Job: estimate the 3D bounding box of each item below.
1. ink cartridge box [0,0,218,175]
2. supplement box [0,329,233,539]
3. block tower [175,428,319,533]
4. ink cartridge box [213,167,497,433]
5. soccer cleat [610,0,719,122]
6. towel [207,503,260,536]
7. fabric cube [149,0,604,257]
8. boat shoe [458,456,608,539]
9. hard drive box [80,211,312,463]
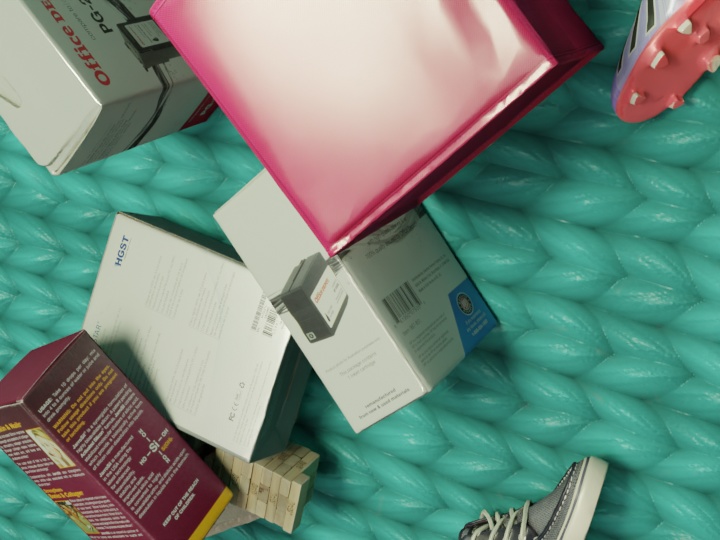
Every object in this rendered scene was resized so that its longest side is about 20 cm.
[{"bbox_3d":[-0.204,-0.177,0.883,0.146,0.200,0.083,51,123,3],"label":"ink cartridge box"},{"bbox_3d":[-0.220,0.158,0.951,0.110,0.086,0.201,-17,118,48],"label":"supplement box"},{"bbox_3d":[-0.130,0.166,1.016,0.198,0.058,0.055,22,117,21],"label":"block tower"},{"bbox_3d":[0.000,0.000,0.867,0.083,0.145,0.201,-33,90,34],"label":"ink cartridge box"},{"bbox_3d":[0.216,-0.194,0.735,0.077,0.066,0.202,61,142,41],"label":"soccer cleat"},{"bbox_3d":[-0.158,0.159,1.080,0.131,0.034,0.202,-24,96,31],"label":"towel"},{"bbox_3d":[0.018,-0.161,0.753,0.196,0.200,0.200,-38,88,24],"label":"fabric cube"},{"bbox_3d":[0.130,0.222,0.916,0.092,0.075,0.202,24,119,11],"label":"boat shoe"},{"bbox_3d":[-0.141,0.054,0.979,0.198,0.077,0.158,22,97,20],"label":"hard drive box"}]
